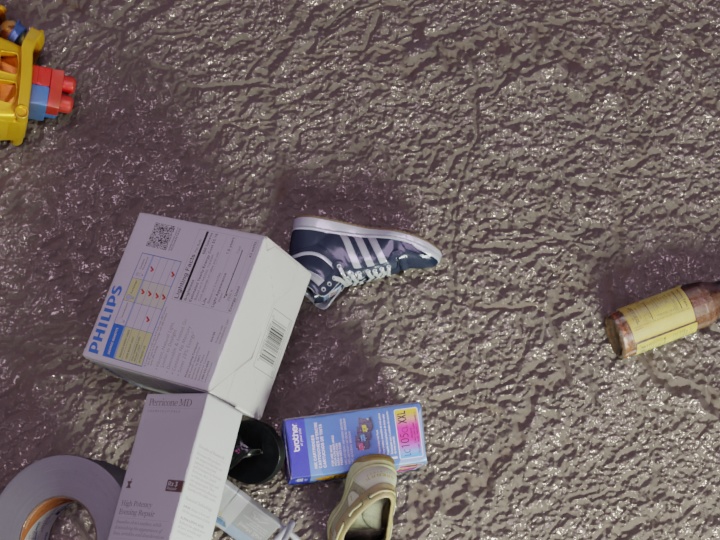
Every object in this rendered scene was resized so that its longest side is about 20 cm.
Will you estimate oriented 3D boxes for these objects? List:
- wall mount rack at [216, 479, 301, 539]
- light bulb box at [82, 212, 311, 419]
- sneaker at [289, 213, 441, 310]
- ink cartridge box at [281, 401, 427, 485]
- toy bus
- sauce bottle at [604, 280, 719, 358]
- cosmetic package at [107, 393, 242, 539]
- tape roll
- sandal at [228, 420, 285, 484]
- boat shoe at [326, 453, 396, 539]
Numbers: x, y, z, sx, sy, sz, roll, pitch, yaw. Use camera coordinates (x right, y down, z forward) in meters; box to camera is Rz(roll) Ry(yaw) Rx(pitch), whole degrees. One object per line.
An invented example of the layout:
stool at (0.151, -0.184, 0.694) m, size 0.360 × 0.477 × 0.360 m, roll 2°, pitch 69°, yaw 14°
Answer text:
wall mount rack at (-0.173, 0.327, 1.595) m, size 0.199 × 0.174 × 0.075 m, roll 37°, pitch 34°, yaw -4°
light bulb box at (-0.197, 0.054, 1.614) m, size 0.198 × 0.125 × 0.200 m, roll 11°, pitch 73°, yaw 31°
sneaker at (0.000, 0.000, 1.705) m, size 0.197 × 0.070 × 0.110 m, roll 11°, pitch 71°, yaw 6°
ink cartridge box at (-0.026, 0.214, 1.617) m, size 0.197 × 0.137 × 0.077 m, roll -5°, pitch 78°, yaw -4°
toy bus at (-0.465, -0.265, 1.722) m, size 0.189 × 0.136 × 0.203 m, roll 5°, pitch 73°, yaw -16°
sauce bottle at (0.416, 0.054, 1.723) m, size 0.198 × 0.066 × 0.067 m, roll -18°, pitch 78°, yaw -9°
cosmetic package at (-0.212, 0.243, 1.503) m, size 0.101 × 0.074 × 0.202 m, roll -5°, pitch 64°, yaw 35°
tape roll at (-0.343, 0.323, 1.575) m, size 0.198 × 0.066 × 0.203 m, roll -4°, pitch 76°, yaw 17°
sandal at (-0.170, 0.210, 1.597) m, size 0.199 × 0.048 × 0.076 m, roll 10°, pitch 95°, yaw 42°
boat shoe at (0.006, 0.303, 1.570) m, size 0.072 × 0.202 × 0.064 m, roll 4°, pitch 41°, yaw -16°
